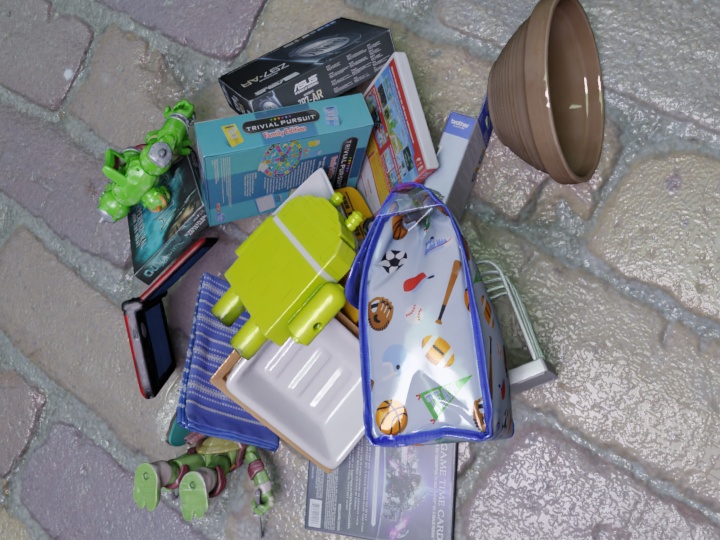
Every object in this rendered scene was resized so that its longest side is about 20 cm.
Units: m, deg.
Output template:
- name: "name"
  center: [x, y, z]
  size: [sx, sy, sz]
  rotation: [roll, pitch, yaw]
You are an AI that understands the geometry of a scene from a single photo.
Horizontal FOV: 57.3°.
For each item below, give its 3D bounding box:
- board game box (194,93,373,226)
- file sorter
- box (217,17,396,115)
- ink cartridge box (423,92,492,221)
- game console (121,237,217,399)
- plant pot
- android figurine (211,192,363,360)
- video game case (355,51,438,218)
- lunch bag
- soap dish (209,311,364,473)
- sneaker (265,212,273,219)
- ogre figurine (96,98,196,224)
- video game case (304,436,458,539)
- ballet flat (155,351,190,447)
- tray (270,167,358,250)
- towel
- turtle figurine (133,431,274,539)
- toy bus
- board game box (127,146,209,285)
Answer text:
- name: "board game box"
  center: [-0.093, -0.130, 0.790]
  size: [0.195, 0.152, 0.048]
  rotation: [-15, 69, -17]
- name: "file sorter"
  center: [0.128, 0.083, 0.734]
  size: [0.136, 0.200, 0.127]
  rotation: [-24, 72, 14]
- name: "box"
  center: [-0.071, -0.255, 0.842]
  size: [0.197, 0.044, 0.160]
  rotation: [-30, 34, -11]
- name: "ink cartridge box"
  center: [0.110, -0.106, 0.802]
  size: [0.041, 0.119, 0.204]
  rotation: [22, 90, 17]
- name: "game console"
  center: [-0.234, 0.054, 0.873]
  size: [0.115, 0.200, 0.177]
  rotation: [-12, 94, -7]
- name: "plant pot"
  center: [0.206, -0.199, 0.753]
  size: [0.091, 0.199, 0.207]
  rotation: [-1, 82, 37]
- name: "android figurine"
  center: [-0.079, -0.002, 0.730]
  size: [0.201, 0.041, 0.182]
  rotation: [-48, 46, 1]
- name: "video game case"
  center: [0.023, -0.150, 0.820]
  size: [0.017, 0.200, 0.147]
  rotation: [-8, 76, -27]
- name: "lunch bag"
  center: [0.061, 0.045, 0.570]
  size: [0.120, 0.170, 0.206]
  rotation: [-7, 76, 15]
- name: "soap dish"
  center: [-0.061, 0.124, 0.798]
  size: [0.200, 0.081, 0.158]
  rotation: [43, 84, -22]
- name: "sneaker"
  center: [-0.077, -0.003, 0.888]
  size: [0.080, 0.075, 0.205]
  rotation: [-22, 74, 29]
- name: "ogre figurine"
  center: [-0.301, -0.135, 0.895]
  size: [0.196, 0.099, 0.121]
  rotation: [-23, 32, 11]
- name: "video game case"
  center: [0.025, 0.268, 0.839]
  size: [0.195, 0.019, 0.147]
  rotation: [2, 84, 18]
- name: "ballet flat"
  center: [-0.233, 0.148, 0.921]
  size: [0.071, 0.072, 0.203]
  rotation: [32, 94, 20]
- name: "tray"
  center: [-0.079, -0.028, 0.824]
  size: [0.199, 0.022, 0.109]
  rotation: [-37, 72, 39]
- name: "towel"
  center: [-0.151, 0.114, 0.827]
  size: [0.024, 0.143, 0.205]
  rotation: [-28, 49, 40]
- name: "turtle figurine"
  center: [-0.188, 0.278, 0.821]
  size: [0.143, 0.193, 0.202]
  rotation: [38, 99, 17]
- name: "toy bus"
  center: [0.000, 0.000, 0.833]
  size: [0.077, 0.065, 0.204]
  rotation: [-17, 80, -29]
- name: "board game box"
  center: [-0.272, -0.087, 0.928]
  size: [0.135, 0.028, 0.201]
  rotation: [-43, 39, 9]
